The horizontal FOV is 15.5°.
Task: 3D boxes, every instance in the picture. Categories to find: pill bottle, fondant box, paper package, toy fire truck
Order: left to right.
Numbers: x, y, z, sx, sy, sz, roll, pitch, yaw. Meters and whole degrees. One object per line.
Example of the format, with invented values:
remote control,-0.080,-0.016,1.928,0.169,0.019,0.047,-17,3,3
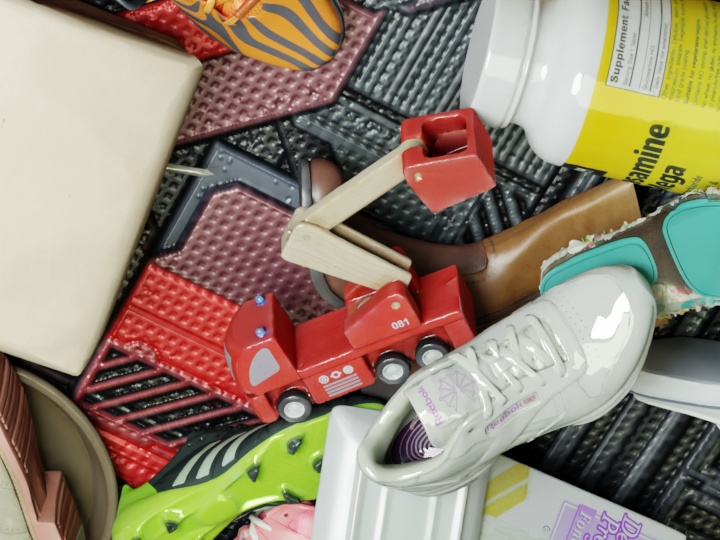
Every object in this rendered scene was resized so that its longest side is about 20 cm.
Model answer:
paper package,-0.211,-0.068,1.521,0.190,0.103,0.201,20,97,-10
toy fire truck,0.000,0.000,1.531,0.199,0.049,0.141,-21,126,13
fondant box,0.086,0.193,1.659,0.199,0.058,0.145,24,85,-18
pill bottle,0.163,-0.106,1.526,0.199,0.113,0.113,12,115,-6

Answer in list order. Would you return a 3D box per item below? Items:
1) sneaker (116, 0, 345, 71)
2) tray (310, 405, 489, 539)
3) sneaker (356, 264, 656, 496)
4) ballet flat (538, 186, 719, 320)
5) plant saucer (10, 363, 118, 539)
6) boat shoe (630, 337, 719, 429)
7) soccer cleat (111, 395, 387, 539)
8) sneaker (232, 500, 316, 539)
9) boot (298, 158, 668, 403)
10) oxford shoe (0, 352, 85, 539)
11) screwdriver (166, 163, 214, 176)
sneaker,-0.095,-0.164,1.495,0.200,0.112,0.078,34,111,-16
tray,0.020,0.187,1.597,0.107,0.022,0.201,9,90,-19
sneaker,0.083,0.069,1.510,0.200,0.100,0.075,-39,73,18
ballet flat,0.190,-0.011,1.523,0.199,0.064,0.076,-11,99,41
plant saucer,-0.253,0.138,1.687,0.199,0.030,0.201,-1,116,-1
boat shoe,0.254,0.090,1.643,0.199,0.074,0.066,10,111,-4
soccer cleat,-0.069,0.119,1.647,0.199,0.081,0.068,-27,125,12
sneaker,-0.055,0.178,1.695,0.199,0.074,0.087,-15,106,-1
boot,0.073,-0.014,1.595,0.199,0.069,0.189,-19,114,8
oxford shoe,-0.234,0.116,1.623,0.073,0.071,0.201,-15,115,10
screwdriver,-0.186,-0.075,1.583,0.199,0.028,0.029,5,130,-1
